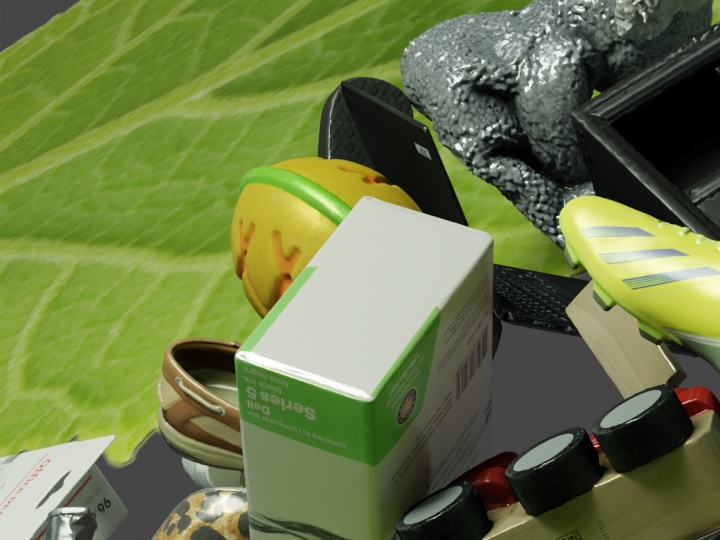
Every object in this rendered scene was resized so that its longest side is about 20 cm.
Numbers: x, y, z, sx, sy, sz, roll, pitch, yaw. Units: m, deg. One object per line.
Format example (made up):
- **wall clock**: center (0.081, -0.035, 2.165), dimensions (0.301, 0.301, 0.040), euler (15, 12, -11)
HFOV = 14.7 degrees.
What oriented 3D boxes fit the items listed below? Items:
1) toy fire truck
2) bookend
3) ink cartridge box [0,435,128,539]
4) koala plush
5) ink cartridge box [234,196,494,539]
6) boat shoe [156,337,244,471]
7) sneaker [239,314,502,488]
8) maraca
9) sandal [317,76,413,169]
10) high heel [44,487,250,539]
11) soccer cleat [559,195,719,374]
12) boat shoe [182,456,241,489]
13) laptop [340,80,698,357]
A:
- **toy fire truck**: center (0.113, 0.098, 1.457), dimensions (0.176, 0.129, 0.200), euler (-28, 9, 17)
- **bookend**: center (0.255, -0.056, 1.530), dimensions (0.199, 0.092, 0.200), euler (-31, 43, -8)
- **ink cartridge box**: center (-0.239, 0.181, 1.864), dimensions (0.200, 0.068, 0.116), euler (-15, 27, 43)
- **koala plush**: center (0.147, -0.141, 1.763), dimensions (0.200, 0.184, 0.177), euler (-49, 13, 16)
- **ink cartridge box**: center (0.006, 0.087, 1.488), dimensions (0.084, 0.200, 0.146), euler (18, 44, 21)
- **boat shoe**: center (-0.032, 0.087, 1.647), dimensions (0.200, 0.074, 0.076), euler (10, 44, 18)
- **sneaker**: center (-0.005, 0.071, 1.724), dimensions (0.200, 0.089, 0.077), euler (-33, 19, 0)
- **maraca**: center (0.000, 0.000, 1.595), dimensions (0.107, 0.137, 0.200), euler (-47, 39, -16)
- **sandal**: center (-0.007, -0.022, 1.729), dimensions (0.048, 0.075, 0.201), euler (135, 151, -63)
- **high heel**: center (-0.104, 0.205, 1.653), dimensions (0.200, 0.071, 0.143), euler (-7, 59, 18)
- **soccer cleat**: center (0.184, 0.011, 1.400), dimensions (0.065, 0.200, 0.084), euler (-1, -55, -51)
- **boat shoe**: center (-0.040, 0.069, 1.813), dimensions (0.201, 0.070, 0.071), euler (-43, 25, -17)
- **laptop**: center (0.092, -0.031, 1.634), dimensions (0.177, 0.200, 0.103), euler (-141, 63, -70)
